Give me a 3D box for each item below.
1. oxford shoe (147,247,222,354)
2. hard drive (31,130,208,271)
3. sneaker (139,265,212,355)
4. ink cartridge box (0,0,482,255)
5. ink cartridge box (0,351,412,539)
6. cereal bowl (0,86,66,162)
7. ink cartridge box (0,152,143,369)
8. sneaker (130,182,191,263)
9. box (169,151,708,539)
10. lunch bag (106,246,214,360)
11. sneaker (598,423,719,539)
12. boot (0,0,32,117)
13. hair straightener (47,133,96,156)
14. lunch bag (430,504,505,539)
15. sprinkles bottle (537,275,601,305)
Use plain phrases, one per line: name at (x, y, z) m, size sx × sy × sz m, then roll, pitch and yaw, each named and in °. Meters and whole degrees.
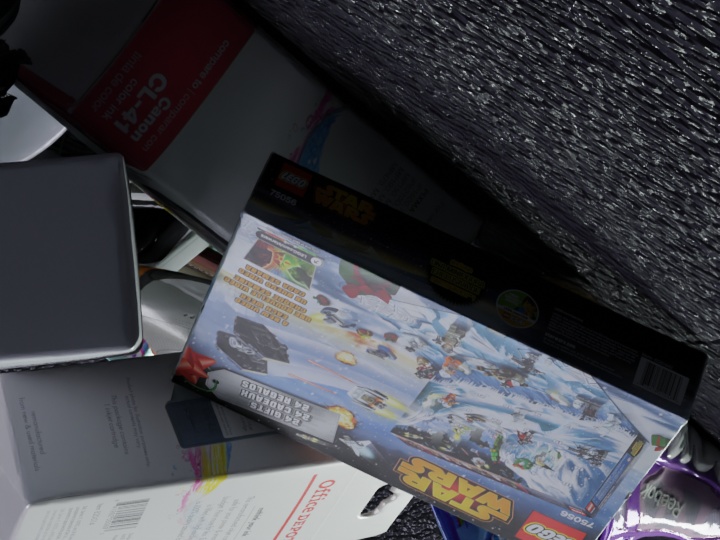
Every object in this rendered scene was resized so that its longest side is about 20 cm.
oxford shoe at (-0.117, 0.010, 1.487) m, size 0.200 × 0.075 × 0.070 m, roll 18°, pitch -172°, yaw 6°
hard drive at (-0.152, -0.034, 1.428) m, size 0.132 × 0.026 × 0.200 m, roll 24°, pitch -150°, yaw 15°
sneaker at (-0.062, 0.077, 1.366) m, size 0.200 × 0.092 × 0.076 m, roll 43°, pitch 162°, yaw -31°
ink cartridge box at (-0.062, -0.062, 1.193) m, size 0.200 × 0.086 × 0.148 m, roll 41°, pitch 175°, yaw -30°
ink cartridge box at (-0.073, 0.087, 1.217) m, size 0.117 × 0.200 × 0.067 m, roll 121°, pitch 138°, yaw -57°
cereal bowl at (-0.223, -0.136, 1.288) m, size 0.200 × 0.200 × 0.083 m, roll 40°, pitch -145°, yaw -37°
ink cartridge box at (-0.169, 0.002, 1.150) m, size 0.144 × 0.085 × 0.200 m, roll -5°, pitch 177°, yaw -5°
sneaker at (-0.120, -0.074, 1.365) m, size 0.076 × 0.115 × 0.200 m, roll 39°, pitch 177°, yaw -30°
box at (0.029, 0.042, 1.121) m, size 0.200 × 0.040 × 0.137 m, roll 25°, pitch 142°, yaw -2°
lunch bag at (-0.148, -0.045, 1.587) m, size 0.200 × 0.170 × 0.122 m, roll 34°, pitch -178°, yaw 44°
sneaker at (0.147, 0.115, 1.405) m, size 0.080 × 0.088 × 0.200 m, roll 33°, pitch 175°, yaw 42°
boot at (-0.210, -0.143, 1.099) m, size 0.198 × 0.073 × 0.162 m, roll 54°, pitch 160°, yaw 3°
hair straightener at (-0.133, -0.076, 1.438) m, size 0.200 × 0.041 × 0.077 m, roll 22°, pitch -151°, yaw 13°
lunch bag at (0.043, 0.050, 1.479) m, size 0.200 × 0.094 × 0.151 m, roll 55°, pitch -169°, yaw -19°
sprinkles bottle at (0.072, 0.036, 1.260) m, size 0.068 × 0.068 × 0.200 m, roll 38°, pitch 177°, yaw -4°
